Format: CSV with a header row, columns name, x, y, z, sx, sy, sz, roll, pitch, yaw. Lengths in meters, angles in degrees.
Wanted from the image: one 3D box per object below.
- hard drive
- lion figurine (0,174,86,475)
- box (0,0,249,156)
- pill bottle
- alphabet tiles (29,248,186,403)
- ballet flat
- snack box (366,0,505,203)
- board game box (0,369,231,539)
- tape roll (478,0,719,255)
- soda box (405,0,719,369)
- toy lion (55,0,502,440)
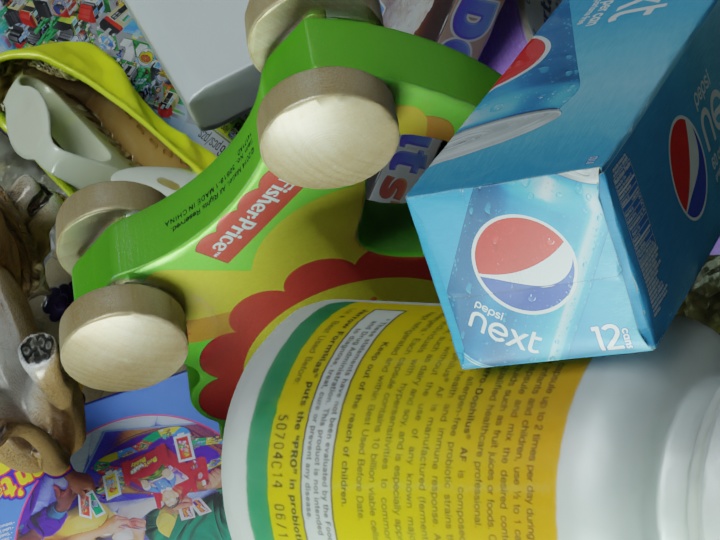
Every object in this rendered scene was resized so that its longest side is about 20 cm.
name,x,y,z,sx,sy,sz,roll,pitch,yaw
hard drive,-0.050,-0.156,1.129,0.132,0.027,0.200,-28,49,-5
lion figurine,-0.146,0.025,1.024,0.072,0.123,0.200,-17,50,0
box,-0.104,-0.087,1.155,0.200,0.035,0.110,37,91,37
pill bottle,0.063,0.068,0.845,0.200,0.113,0.113,2,71,35
alphabet tiles,-0.058,0.014,1.109,0.200,0.008,0.167,26,84,36
ballet flat,-0.094,-0.033,1.059,0.200,0.067,0.067,44,112,37
snack box,0.016,-0.081,1.026,0.200,0.024,0.072,-66,31,23
board game box,-0.120,0.129,1.036,0.200,0.045,0.135,-18,65,8
tape roll,0.136,-0.110,1.006,0.200,0.066,0.200,-13,64,28
soda box,0.086,-0.044,0.856,0.068,0.064,0.200,-8,23,27
toy lion,0.000,0.000,0.942,0.200,0.192,0.069,-44,40,35
